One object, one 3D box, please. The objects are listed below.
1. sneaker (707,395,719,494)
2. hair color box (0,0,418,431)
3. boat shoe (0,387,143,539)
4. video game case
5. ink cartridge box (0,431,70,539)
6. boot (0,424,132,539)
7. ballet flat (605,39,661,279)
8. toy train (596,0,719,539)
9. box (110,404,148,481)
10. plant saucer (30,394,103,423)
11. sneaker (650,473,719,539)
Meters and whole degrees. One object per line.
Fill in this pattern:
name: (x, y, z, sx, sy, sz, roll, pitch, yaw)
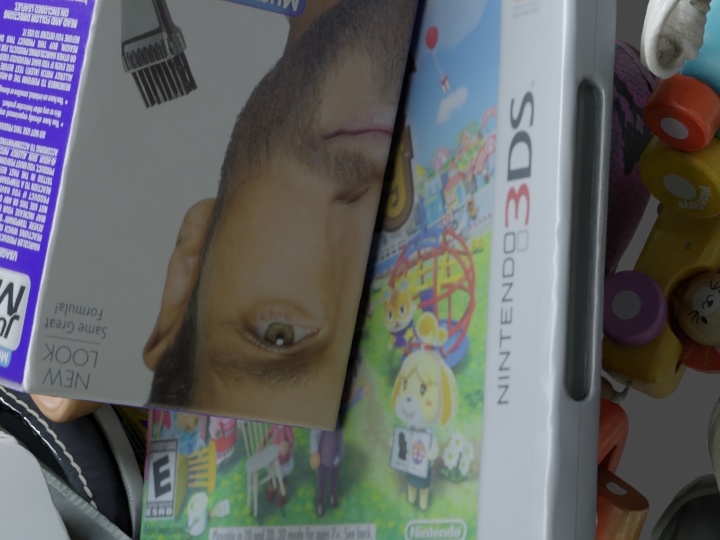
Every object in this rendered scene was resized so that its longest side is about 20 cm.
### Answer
sneaker: (0.150, 0.112, 0.755, 0.075, 0.081, 0.201, -44, 63, 37)
hair color box: (-0.046, -0.061, 0.772, 0.065, 0.109, 0.201, 16, 95, 53)
boat shoe: (-0.150, 0.044, 0.987, 0.200, 0.060, 0.074, 46, 134, 32)
video game case: (0.000, 0.000, 0.806, 0.200, 0.022, 0.183, -8, 75, 52)
ink cartridge box: (-0.163, 0.161, 0.823, 0.200, 0.084, 0.146, -44, 61, 33)
boot: (-0.123, 0.128, 0.894, 0.200, 0.072, 0.182, 39, 130, 29)
ballet flat: (0.047, 0.018, 0.895, 0.069, 0.071, 0.201, 29, 113, 34)
toy train: (0.097, 0.003, 0.807, 0.055, 0.150, 0.201, 24, 112, 16)
box: (-0.052, 0.086, 0.982, 0.200, 0.064, 0.070, 42, 132, 32)
plant saucer: (-0.103, -0.052, 0.886, 0.200, 0.037, 0.201, 168, 90, -73)
sneaker: (0.126, 0.162, 0.852, 0.079, 0.075, 0.201, 4, 103, 27)
